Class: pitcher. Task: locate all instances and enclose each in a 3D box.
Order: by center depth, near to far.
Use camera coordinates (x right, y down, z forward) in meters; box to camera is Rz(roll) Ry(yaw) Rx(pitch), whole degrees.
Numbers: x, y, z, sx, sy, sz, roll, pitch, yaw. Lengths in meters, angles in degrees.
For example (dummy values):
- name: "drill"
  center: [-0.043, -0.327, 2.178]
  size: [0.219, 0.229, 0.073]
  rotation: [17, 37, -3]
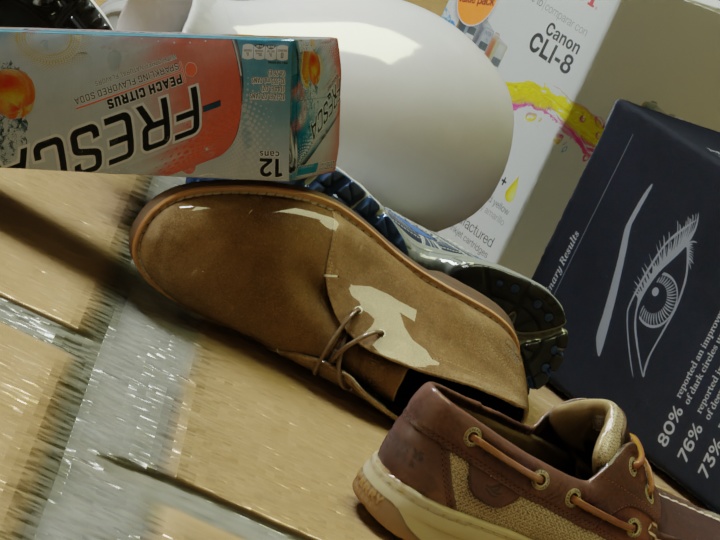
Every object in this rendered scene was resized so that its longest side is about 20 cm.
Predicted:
- name: "pitcher"
  center: [-0.032, -0.103, 1.464]
  size: [0.199, 0.121, 0.172]
  rotation: [14, 41, -29]

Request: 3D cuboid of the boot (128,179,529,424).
- name: "boot"
  center: [-0.008, 0.020, 1.290]
  size: [0.199, 0.074, 0.076]
  rotation: [23, 23, -21]

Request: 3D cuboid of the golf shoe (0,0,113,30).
- name: "golf shoe"
  center: [-0.195, -0.148, 1.563]
  size: [0.200, 0.078, 0.094]
  rotation: [32, 14, 19]

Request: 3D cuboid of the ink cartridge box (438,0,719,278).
- name: "ink cartridge box"
  center: [0.123, -0.086, 1.643]
  size: [0.144, 0.201, 0.145]
  rotation: [16, 16, -37]

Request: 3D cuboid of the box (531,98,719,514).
- name: "box"
  center: [0.188, 0.025, 1.454]
  size: [0.104, 0.149, 0.200]
  rotation: [14, 18, -41]

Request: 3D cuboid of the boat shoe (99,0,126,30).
- name: "boat shoe"
  center: [-0.089, -0.093, 1.577]
  size: [0.200, 0.072, 0.066]
  rotation: [43, 16, 30]

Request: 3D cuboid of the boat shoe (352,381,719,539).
- name: "boat shoe"
  center: [0.092, 0.088, 1.191]
  size: [0.199, 0.072, 0.072]
  rotation: [18, 15, -31]

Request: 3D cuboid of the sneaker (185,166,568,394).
- name: "sneaker"
  center: [0.000, 0.000, 1.399]
  size: [0.199, 0.077, 0.085]
  rotation: [30, 2, -14]

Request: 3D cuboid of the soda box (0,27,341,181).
- name: "soda box"
  center: [-0.112, -0.076, 1.303]
  size: [0.199, 0.064, 0.068]
  rotation: [3, 6, 18]
